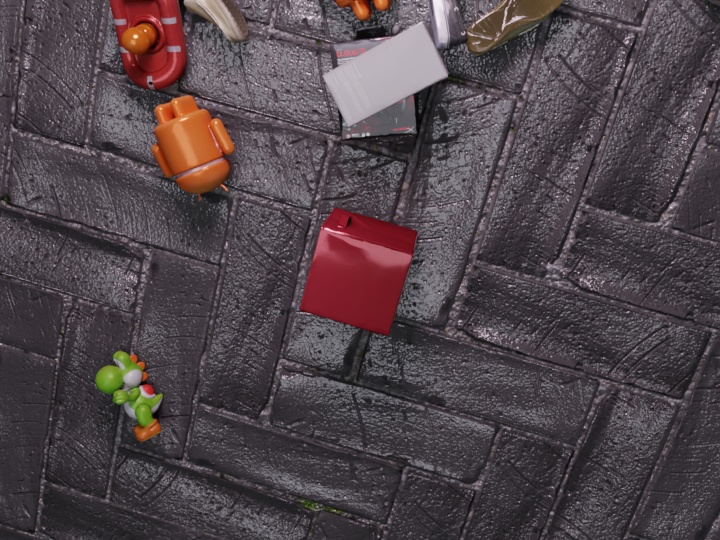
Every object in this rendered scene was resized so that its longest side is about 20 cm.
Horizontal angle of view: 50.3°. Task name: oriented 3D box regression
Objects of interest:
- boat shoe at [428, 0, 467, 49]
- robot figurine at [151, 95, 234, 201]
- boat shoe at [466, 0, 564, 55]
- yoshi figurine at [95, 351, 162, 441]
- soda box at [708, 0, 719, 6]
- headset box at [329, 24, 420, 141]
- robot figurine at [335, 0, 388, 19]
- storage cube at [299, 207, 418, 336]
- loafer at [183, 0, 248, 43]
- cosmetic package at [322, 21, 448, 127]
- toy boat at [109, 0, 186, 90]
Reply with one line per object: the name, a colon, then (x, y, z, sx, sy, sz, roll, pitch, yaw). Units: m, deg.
boat shoe: (0.155, -0.493, 1.357, 0.066, 0.070, 0.200, -7, 84, -2)
robot figurine: (-0.329, -0.237, 1.502, 0.144, 0.117, 0.200, -25, 103, -13)
boat shoe: (0.279, -0.456, 1.376, 0.201, 0.063, 0.073, -36, 87, 10)
yoshi figurine: (-0.523, 0.282, 1.700, 0.112, 0.112, 0.200, -15, 101, 20)
soda box: (0.648, -0.545, 1.280, 0.068, 0.064, 0.200, 27, 110, 0)
headset box: (0.028, -0.351, 1.430, 0.148, 0.075, 0.200, -3, 106, 9)
robot figurine: (-0.015, -0.545, 1.347, 0.144, 0.117, 0.200, -8, 110, 51)
storage cube: (0.000, 0.000, 1.496, 0.179, 0.171, 0.200, 16, 108, 2)
loafer: (-0.287, -0.500, 1.438, 0.068, 0.076, 0.200, -37, 89, 19)
cosmetic package: (0.046, -0.344, 1.347, 0.200, 0.090, 0.107, -24, 102, 11)
toy boat: (-0.405, -0.435, 1.434, 0.130, 0.131, 0.200, 1, 121, 9)
